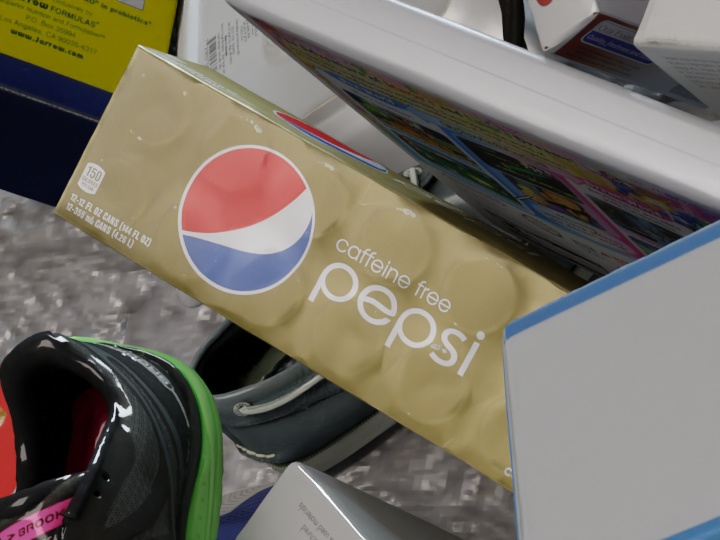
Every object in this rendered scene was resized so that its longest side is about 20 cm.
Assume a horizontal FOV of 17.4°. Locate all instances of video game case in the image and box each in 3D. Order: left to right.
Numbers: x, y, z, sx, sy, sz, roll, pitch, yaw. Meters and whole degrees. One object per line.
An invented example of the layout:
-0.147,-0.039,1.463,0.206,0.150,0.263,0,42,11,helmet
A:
0.078,-0.021,0.690,0.199,0.182,0.024,27,84,37,video game case

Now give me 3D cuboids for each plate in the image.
-0.010,-0.108,0.937,0.199,0.032,0.201,-32,43,29,plate

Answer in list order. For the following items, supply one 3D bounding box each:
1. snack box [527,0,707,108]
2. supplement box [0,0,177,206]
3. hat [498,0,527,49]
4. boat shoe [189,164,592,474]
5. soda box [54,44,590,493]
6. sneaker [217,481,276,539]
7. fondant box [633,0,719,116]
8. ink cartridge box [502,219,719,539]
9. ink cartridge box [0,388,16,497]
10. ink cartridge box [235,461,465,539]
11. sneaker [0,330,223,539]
0.058,-0.143,0.673,0.024,0.072,0.201,-34,58,37,snack box
-0.143,-0.148,1.029,0.109,0.109,0.201,-28,49,57,supplement box
0.055,-0.163,0.776,0.080,0.201,0.201,-19,52,3,hat
0.019,-0.001,0.849,0.200,0.062,0.073,-41,43,19,boat shoe
0.000,0.000,0.799,0.199,0.064,0.068,30,97,17,soda box
-0.077,0.168,0.843,0.199,0.116,0.081,-30,15,-10,sneaker
0.186,-0.035,0.605,0.144,0.200,0.059,10,73,46,fondant box
0.152,0.058,0.592,0.144,0.200,0.085,-27,49,30,ink cartridge box
-0.161,0.136,0.963,0.200,0.050,0.162,35,94,45,ink cartridge box
-0.026,0.174,0.761,0.201,0.116,0.067,-55,42,7,ink cartridge box
-0.081,0.103,0.702,0.077,0.084,0.201,-38,44,25,sneaker
